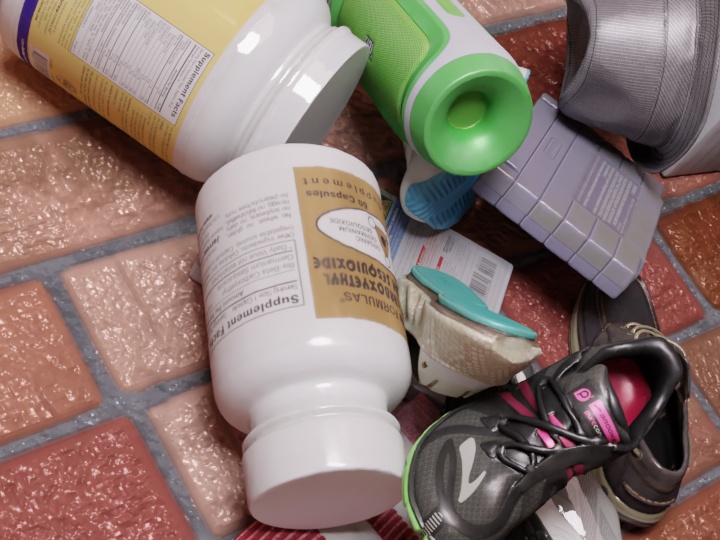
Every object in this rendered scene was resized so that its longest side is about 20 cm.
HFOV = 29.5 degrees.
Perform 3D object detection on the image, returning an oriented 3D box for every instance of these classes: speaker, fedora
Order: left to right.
[{"bbox_3d":[0.040,-0.143,0.908,0.088,0.089,0.200,6,30,-26],"label":"speaker"},{"bbox_3d":[0.197,-0.164,1.023,0.090,0.178,0.200,5,10,-3],"label":"fedora"}]

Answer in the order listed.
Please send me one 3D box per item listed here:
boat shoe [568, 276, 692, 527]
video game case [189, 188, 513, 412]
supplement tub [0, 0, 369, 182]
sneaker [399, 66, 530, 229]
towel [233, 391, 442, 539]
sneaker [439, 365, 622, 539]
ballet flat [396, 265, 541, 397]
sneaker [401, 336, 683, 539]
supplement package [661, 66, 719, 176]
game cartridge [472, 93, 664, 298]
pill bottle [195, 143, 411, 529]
[{"bbox_3d":[0.195,0.074,0.934,0.074,0.073,0.201,14,51,-20],"label":"boat shoe"},{"bbox_3d":[0.000,0.000,0.918,0.200,0.018,0.143,30,48,-7],"label":"video game case"},{"bbox_3d":[-0.110,-0.148,0.868,0.200,0.146,0.145,35,47,4],"label":"supplement tub"},{"bbox_3d":[0.058,-0.098,0.984,0.081,0.077,0.200,23,36,7],"label":"sneaker"},{"bbox_3d":[0.019,0.175,0.800,0.144,0.023,0.200,49,49,9],"label":"towel"},{"bbox_3d":[0.109,0.131,0.826,0.079,0.074,0.201,-2,66,-41],"label":"sneaker"},{"bbox_3d":[0.056,0.044,0.794,0.067,0.063,0.200,19,5,-9],"label":"ballet flat"},{"bbox_3d":[0.100,0.086,0.741,0.200,0.084,0.077,-33,82,-34],"label":"sneaker"},{"bbox_3d":[0.332,-0.161,1.158,0.199,0.110,0.114,-7,61,-33],"label":"supplement package"},{"bbox_3d":[0.158,-0.057,1.000,0.130,0.038,0.200,42,27,-1],"label":"game cartridge"},{"bbox_3d":[-0.031,0.038,0.785,0.114,0.114,0.201,6,57,-25],"label":"pill bottle"}]
